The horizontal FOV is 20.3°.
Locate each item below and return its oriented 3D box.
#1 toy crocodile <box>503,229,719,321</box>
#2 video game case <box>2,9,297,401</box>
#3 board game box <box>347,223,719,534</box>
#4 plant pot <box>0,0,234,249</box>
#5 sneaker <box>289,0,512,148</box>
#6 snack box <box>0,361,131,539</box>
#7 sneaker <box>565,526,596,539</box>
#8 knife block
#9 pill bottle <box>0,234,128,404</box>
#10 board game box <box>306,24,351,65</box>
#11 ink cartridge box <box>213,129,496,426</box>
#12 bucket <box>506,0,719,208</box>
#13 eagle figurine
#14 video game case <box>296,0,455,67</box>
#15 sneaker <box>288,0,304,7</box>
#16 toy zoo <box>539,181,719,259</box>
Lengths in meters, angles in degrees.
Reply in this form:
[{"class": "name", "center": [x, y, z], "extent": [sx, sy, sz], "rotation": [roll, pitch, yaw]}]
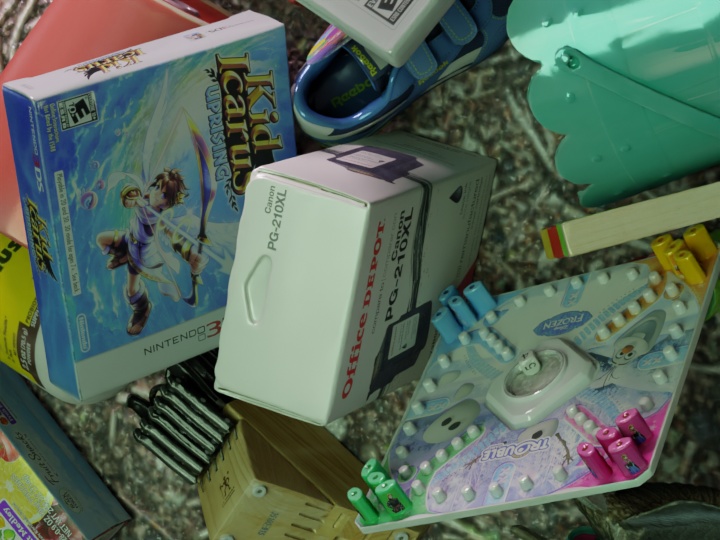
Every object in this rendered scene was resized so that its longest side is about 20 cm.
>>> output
[{"class": "toy crocodile", "center": [0.177, 0.016, 1.262], "extent": [0.199, 0.067, 0.062], "rotation": [-28, 86, 28]}, {"class": "video game case", "center": [-0.121, -0.042, 1.258], "extent": [0.045, 0.181, 0.201], "rotation": [25, 128, 47]}, {"class": "board game box", "center": [0.102, 0.061, 1.182], "extent": [0.199, 0.200, 0.026], "rotation": [-15, 122, 35]}, {"class": "plant pot", "center": [-0.156, -0.103, 1.350], "extent": [0.200, 0.200, 0.178], "rotation": [30, 101, 19]}, {"class": "sneaker", "center": [0.034, -0.149, 1.288], "extent": [0.200, 0.082, 0.074], "rotation": [-42, 81, 13]}, {"class": "snack box", "center": [-0.297, 0.192, 1.537], "extent": [0.169, 0.068, 0.200], "rotation": [49, 118, 10]}, {"class": "sneaker", "center": [0.124, 0.226, 1.319], "extent": [0.199, 0.084, 0.122], "rotation": [5, 107, 18]}, {"class": "knife block", "center": [-0.064, 0.126, 1.419], "extent": [0.199, 0.176, 0.064], "rotation": [21, 118, -26]}, {"class": "pill bottle", "center": [-0.241, 0.009, 1.436], "extent": [0.199, 0.109, 0.110], "rotation": [27, 112, 37]}, {"class": "board game box", "center": [0.028, -0.205, 1.192], "extent": [0.200, 0.158, 0.039], "rotation": [-44, 101, -4]}, {"class": "ink cartridge box", "center": [0.000, 0.000, 1.274], "extent": [0.084, 0.200, 0.146], "rotation": [18, 108, 23]}, {"class": "bucket", "center": [0.173, -0.145, 1.163], "extent": [0.134, 0.207, 0.209], "rotation": [-15, 93, 20]}, {"class": "eagle figurine", "center": [0.190, 0.174, 1.162], "extent": [0.199, 0.152, 0.151], "rotation": [-13, 137, -2]}, {"class": "video game case", "center": [0.016, -0.236, 1.138], "extent": [0.182, 0.023, 0.200], "rotation": [36, 84, 27]}, {"class": "sneaker", "center": [0.018, -0.249, 1.297], "extent": [0.200, 0.078, 0.082], "rotation": [-47, 71, 18]}, {"class": "toy zoo", "center": [0.175, -0.032, 1.190], "extent": [0.130, 0.200, 0.021], "rotation": [-14, 89, 0]}]
